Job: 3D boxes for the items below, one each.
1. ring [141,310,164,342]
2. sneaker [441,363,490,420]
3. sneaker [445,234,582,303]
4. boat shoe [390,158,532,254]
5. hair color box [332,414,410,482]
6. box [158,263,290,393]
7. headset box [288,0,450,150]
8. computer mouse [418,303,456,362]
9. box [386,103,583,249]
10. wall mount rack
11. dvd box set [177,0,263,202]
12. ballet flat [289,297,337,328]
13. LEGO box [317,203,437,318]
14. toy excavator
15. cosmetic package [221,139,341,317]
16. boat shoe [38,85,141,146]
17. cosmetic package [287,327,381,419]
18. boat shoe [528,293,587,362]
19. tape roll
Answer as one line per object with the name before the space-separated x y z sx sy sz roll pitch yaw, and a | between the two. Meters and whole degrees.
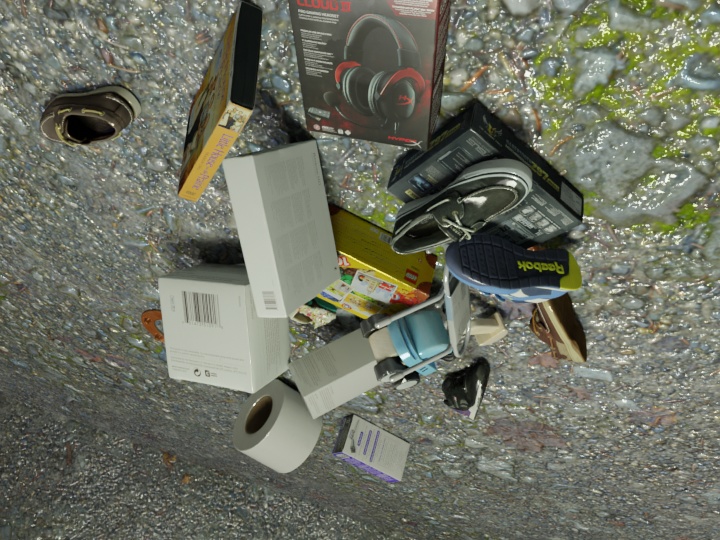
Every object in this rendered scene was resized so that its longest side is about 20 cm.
ring | -0.460 0.163 1.423 0.199 0.019 0.201 12 146 9
sneaker | 0.210 0.247 1.165 0.087 0.076 0.200 17 146 14
sneaker | 0.191 0.007 0.741 0.199 0.074 0.082 10 157 -22
boat shoe | 0.117 -0.064 0.680 0.072 0.071 0.200 37 142 -25
hair color box | 0.032 0.493 1.561 0.199 0.110 0.065 33 145 -19
box | -0.246 0.098 1.043 0.198 0.131 0.201 4 105 25
headset box | 0.012 -0.233 0.583 0.148 0.075 0.200 13 146 11
computer mouse | 0.125 0.104 1.030 0.109 0.044 0.200 5 146 10
box | 0.158 -0.098 0.722 0.200 0.051 0.157 33 143 -21
wall mount rack | 0.098 0.061 0.788 0.074 0.174 0.201 12 138 28
dvd box set | -0.169 -0.191 0.669 0.029 0.147 0.200 13 152 -28
ballet flat | -0.112 0.060 1.014 0.064 0.076 0.200 -43 142 8
LEGO box | 0.000 0.000 0.914 0.199 0.077 0.149 25 145 -9
toy excavator | 0.127 0.110 0.911 0.199 0.100 0.194 -26 151 15
cosmetic package | -0.095 -0.059 0.738 0.051 0.151 0.201 -1 107 29
boat shoe | -0.409 -0.216 0.827 0.199 0.060 0.072 -2 141 28
cosmetic package | -0.026 0.190 1.092 0.199 0.085 0.108 -26 144 -13
boat shoe | 0.303 0.088 0.899 0.072 0.072 0.200 -8 144 33
tape roll | -0.216 0.406 1.480 0.202 0.203 0.139 -20 129 43
